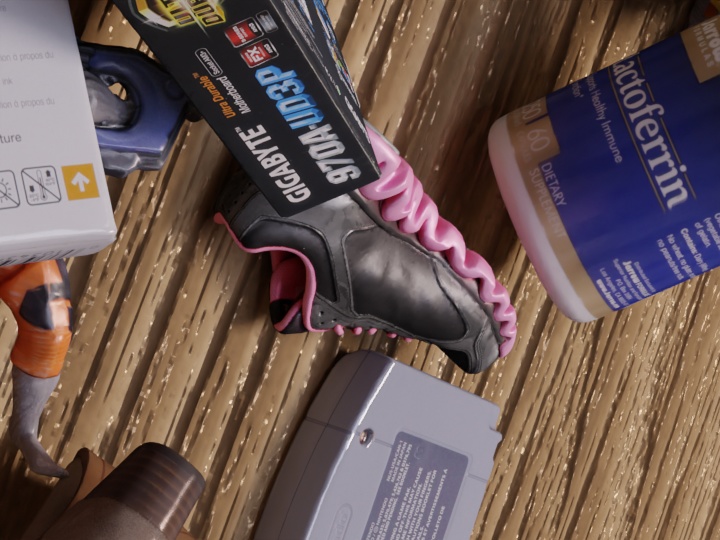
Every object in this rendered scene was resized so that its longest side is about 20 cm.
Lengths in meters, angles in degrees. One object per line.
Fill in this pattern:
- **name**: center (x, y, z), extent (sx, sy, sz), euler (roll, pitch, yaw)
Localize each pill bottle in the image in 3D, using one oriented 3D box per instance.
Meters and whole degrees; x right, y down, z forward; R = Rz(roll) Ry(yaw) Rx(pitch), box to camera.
- **pill bottle**: center (0.174, -0.063, 0.924), extent (0.116, 0.199, 0.116), euler (59, 15, -26)

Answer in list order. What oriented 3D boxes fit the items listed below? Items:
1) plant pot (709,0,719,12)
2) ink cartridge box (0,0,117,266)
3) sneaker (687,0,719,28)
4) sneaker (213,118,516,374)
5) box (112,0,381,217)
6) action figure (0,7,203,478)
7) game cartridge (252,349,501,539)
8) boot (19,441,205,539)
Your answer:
- **plant pot**: center (0.226, -0.243, 0.966), extent (0.189, 0.200, 0.202), euler (37, 72, -31)
- **ink cartridge box**: center (-0.188, -0.091, 0.563), extent (0.197, 0.047, 0.201), euler (-9, 81, -30)
- **sneaker**: center (0.213, -0.070, 1.075), extent (0.200, 0.077, 0.112), euler (-55, 135, -23)
- **sneaker**: center (0.000, 0.000, 0.864), extent (0.095, 0.079, 0.200), euler (-47, 134, -4)
- **box**: center (-0.058, -0.129, 0.649), extent (0.200, 0.046, 0.160), euler (53, 17, -64)
- **action figure**: center (-0.167, -0.036, 0.654), extent (0.199, 0.104, 0.195), euler (13, 84, -26)
- **game cartridge**: center (-0.001, 0.146, 0.923), extent (0.133, 0.041, 0.201), euler (28, 80, -53)
- **boot**: center (-0.121, 0.141, 0.694), extent (0.147, 0.070, 0.200), euler (-54, 177, -21)
